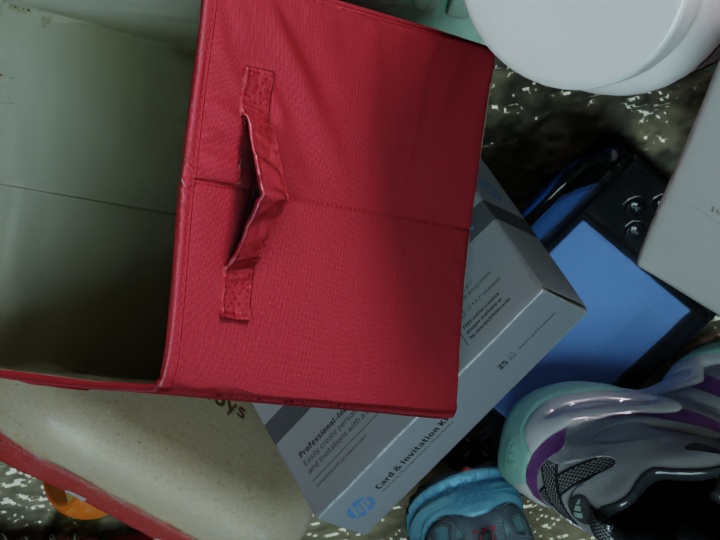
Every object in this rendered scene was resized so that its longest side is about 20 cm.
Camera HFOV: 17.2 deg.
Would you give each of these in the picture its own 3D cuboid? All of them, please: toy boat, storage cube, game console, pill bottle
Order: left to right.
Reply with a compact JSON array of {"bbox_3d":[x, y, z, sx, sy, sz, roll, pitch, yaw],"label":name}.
[{"bbox_3d":[-0.123,0.085,1.224,0.200,0.131,0.131,31,134,-21],"label":"toy boat"},{"bbox_3d":[-0.067,-0.029,1.038,0.180,0.200,0.171,9,85,-46],"label":"storage cube"},{"bbox_3d":[0.091,0.038,1.214,0.171,0.118,0.200,38,109,-23],"label":"game console"},{"bbox_3d":[0.120,-0.136,1.020,0.114,0.200,0.115,5,102,22],"label":"pill bottle"}]

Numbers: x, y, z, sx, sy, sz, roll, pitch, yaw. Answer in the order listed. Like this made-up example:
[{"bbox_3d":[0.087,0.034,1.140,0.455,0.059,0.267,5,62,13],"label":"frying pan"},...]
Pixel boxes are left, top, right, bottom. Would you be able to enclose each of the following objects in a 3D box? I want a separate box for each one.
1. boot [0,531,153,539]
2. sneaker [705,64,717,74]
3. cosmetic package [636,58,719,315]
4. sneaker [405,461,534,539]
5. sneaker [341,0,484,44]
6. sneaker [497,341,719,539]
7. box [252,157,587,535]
[{"bbox_3d":[-0.176,0.156,1.275,0.200,0.072,0.144,-30,116,13],"label":"boot"},{"bbox_3d":[0.223,-0.171,1.141,0.118,0.074,0.200,35,119,-15],"label":"sneaker"},{"bbox_3d":[0.242,-0.064,1.000,0.166,0.167,0.200,32,154,11],"label":"cosmetic package"},{"bbox_3d":[0.067,0.195,1.289,0.079,0.096,0.200,-17,141,-1],"label":"sneaker"},{"bbox_3d":[0.034,-0.145,1.081,0.200,0.118,0.074,4,87,-26],"label":"sneaker"},{"bbox_3d":[0.185,0.106,1.225,0.200,0.140,0.078,-14,123,-27],"label":"sneaker"},{"bbox_3d":[0.000,0.000,1.139,0.156,0.200,0.041,-46,139,17],"label":"box"}]
